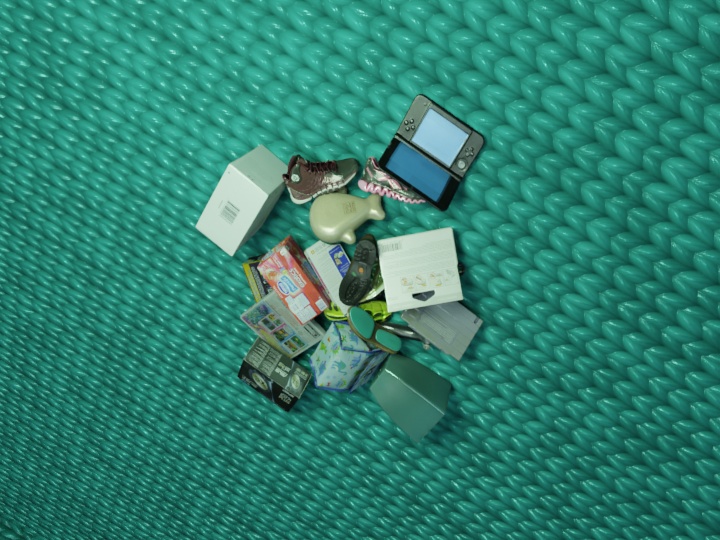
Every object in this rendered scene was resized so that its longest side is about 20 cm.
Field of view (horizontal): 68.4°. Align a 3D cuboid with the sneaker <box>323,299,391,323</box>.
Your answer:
[{"bbox_3d":[-0.006,0.094,1.462,0.191,0.085,0.076,6,123,-8],"label":"sneaker"}]

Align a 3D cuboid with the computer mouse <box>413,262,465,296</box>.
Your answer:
[{"bbox_3d":[0.178,0.022,1.369,0.193,0.034,0.061,-20,90,2],"label":"computer mouse"}]

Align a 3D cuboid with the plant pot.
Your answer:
[{"bbox_3d":[0.133,0.341,1.498,0.198,0.142,0.143,38,118,0],"label":"plant pot"}]

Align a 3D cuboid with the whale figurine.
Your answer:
[{"bbox_3d":[-0.033,-0.138,1.361,0.192,0.104,0.165,-14,72,0],"label":"whale figurine"}]

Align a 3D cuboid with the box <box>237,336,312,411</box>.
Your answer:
[{"bbox_3d":[-0.260,0.316,1.591,0.197,0.087,0.165,35,145,-1],"label":"box"}]

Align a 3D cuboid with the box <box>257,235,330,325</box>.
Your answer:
[{"bbox_3d":[-0.171,0.026,1.406,0.098,0.096,0.202,-32,106,15],"label":"box"}]

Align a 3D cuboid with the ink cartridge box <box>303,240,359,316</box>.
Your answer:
[{"bbox_3d":[-0.062,0.010,1.414,0.204,0.093,0.037,59,157,-2],"label":"ink cartridge box"}]

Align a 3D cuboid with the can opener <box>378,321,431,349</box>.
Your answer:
[{"bbox_3d":[0.136,0.171,1.472,0.192,0.081,0.064,4,154,17],"label":"can opener"}]

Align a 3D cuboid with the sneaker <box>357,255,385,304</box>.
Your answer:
[{"bbox_3d":[0.055,0.005,1.396,0.199,0.077,0.089,-43,77,1],"label":"sneaker"}]

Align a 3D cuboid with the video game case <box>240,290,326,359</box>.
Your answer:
[{"bbox_3d":[-0.221,0.157,1.518,0.180,0.024,0.200,-32,112,31],"label":"video game case"}]

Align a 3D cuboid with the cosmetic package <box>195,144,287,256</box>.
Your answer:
[{"bbox_3d":[-0.288,-0.182,1.349,0.121,0.202,0.201,36,119,-7],"label":"cosmetic package"}]

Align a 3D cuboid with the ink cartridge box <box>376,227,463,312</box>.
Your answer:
[{"bbox_3d":[0.147,0.000,1.323,0.191,0.045,0.184,-9,83,3],"label":"ink cartridge box"}]

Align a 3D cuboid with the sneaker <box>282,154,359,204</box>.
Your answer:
[{"bbox_3d":[-0.105,-0.248,1.303,0.194,0.077,0.117,-26,134,9],"label":"sneaker"}]

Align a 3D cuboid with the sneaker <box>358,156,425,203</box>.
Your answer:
[{"bbox_3d":[0.092,-0.225,1.299,0.192,0.079,0.099,16,106,7],"label":"sneaker"}]

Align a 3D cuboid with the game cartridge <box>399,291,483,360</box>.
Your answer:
[{"bbox_3d":[0.213,0.130,1.406,0.197,0.038,0.132,36,92,-2],"label":"game cartridge"}]

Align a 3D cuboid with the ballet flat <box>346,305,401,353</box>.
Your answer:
[{"bbox_3d":[0.024,0.164,1.427,0.197,0.070,0.071,33,152,-26],"label":"ballet flat"}]

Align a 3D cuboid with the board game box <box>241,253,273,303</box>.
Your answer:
[{"bbox_3d":[-0.229,0.051,1.517,0.159,0.057,0.207,-8,111,21],"label":"board game box"}]

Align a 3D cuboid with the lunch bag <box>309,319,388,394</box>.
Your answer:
[{"bbox_3d":[-0.022,0.252,1.503,0.194,0.130,0.172,14,126,-34],"label":"lunch bag"}]

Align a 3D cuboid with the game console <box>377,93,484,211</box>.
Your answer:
[{"bbox_3d":[0.165,-0.273,1.225,0.196,0.119,0.173,32,118,-1],"label":"game console"}]

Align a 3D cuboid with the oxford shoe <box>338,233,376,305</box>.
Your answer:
[{"bbox_3d":[0.000,0.000,1.353,0.071,0.085,0.205,24,118,-2],"label":"oxford shoe"}]
